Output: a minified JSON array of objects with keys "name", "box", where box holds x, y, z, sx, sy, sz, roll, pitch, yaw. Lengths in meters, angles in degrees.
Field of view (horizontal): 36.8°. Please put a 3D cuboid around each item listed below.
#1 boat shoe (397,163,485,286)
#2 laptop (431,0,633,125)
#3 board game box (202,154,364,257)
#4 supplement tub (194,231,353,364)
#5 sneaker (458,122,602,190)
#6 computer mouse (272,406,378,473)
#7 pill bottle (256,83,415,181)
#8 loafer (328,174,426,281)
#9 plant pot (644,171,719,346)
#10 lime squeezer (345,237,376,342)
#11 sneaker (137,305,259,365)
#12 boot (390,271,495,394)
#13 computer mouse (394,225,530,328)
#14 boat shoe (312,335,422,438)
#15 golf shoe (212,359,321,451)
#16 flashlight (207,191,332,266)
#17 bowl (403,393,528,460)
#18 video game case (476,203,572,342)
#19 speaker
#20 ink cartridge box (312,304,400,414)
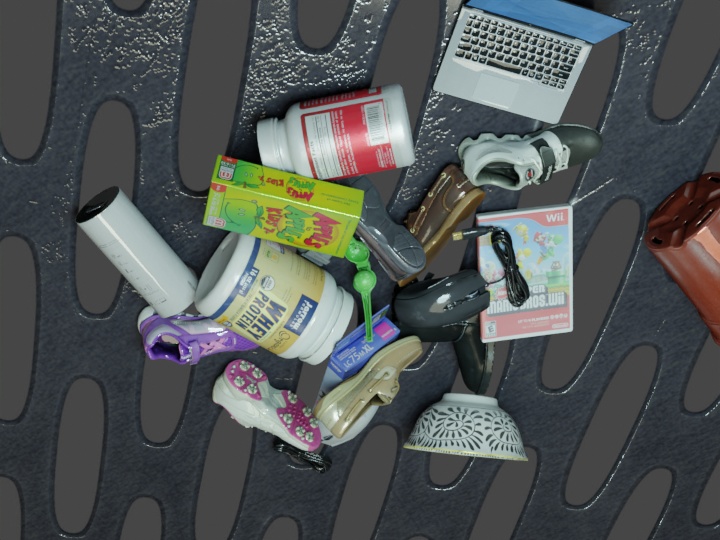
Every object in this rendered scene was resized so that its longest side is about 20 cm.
[{"name":"boat shoe","box":[0.100,-0.065,1.567,0.070,0.070,0.200,46,118,15]},{"name":"laptop","box":[0.215,-0.274,1.394,0.187,0.116,0.200,14,122,-10]},{"name":"board game box","box":[-0.105,-0.084,1.453,0.200,0.048,0.102,14,145,-7]},{"name":"supplement tub","box":[-0.125,0.040,1.580,0.200,0.145,0.144,30,118,-19]},{"name":"sneaker","box":[0.240,-0.147,1.494,0.199,0.089,0.074,-9,130,4]},{"name":"computer mouse","box":[-0.046,0.263,1.792,0.110,0.044,0.200,35,116,-21]},{"name":"pill bottle","box":[-0.033,-0.179,1.455,0.199,0.112,0.112,-10,124,6]},{"name":"loafer","box":[0.008,-0.066,1.533,0.200,0.072,0.063,50,136,-1]},{"name":"plant pot","box":[0.522,-0.023,1.535,0.195,0.201,0.201,42,114,-17]},{"name":"lime squeezer","box":[0.000,0.000,1.567,0.038,0.071,0.200,-14,99,4]},{"name":"sneaker","box":[-0.245,0.107,1.657,0.200,0.089,0.081,2,123,-4]},{"name":"boot","box":[0.126,0.100,1.669,0.162,0.073,0.199,2,117,-5]},{"name":"computer mouse","box":[0.138,0.014,1.564,0.200,0.046,0.141,-12,112,8]},{"name":"boat shoe","box":[0.024,0.172,1.591,0.200,0.065,0.071,-37,159,-21]},{"name":"golf shoe","box":[-0.153,0.228,1.750,0.200,0.075,0.092,42,127,-9]},{"name":"flashlight","box":[-0.120,-0.077,1.549,0.200,0.068,0.068,32,122,-19]},{"name":"bowl","box":[0.173,0.249,1.737,0.200,0.201,0.094,8,80,-7]},{"name":"video game case","box":[0.245,0.005,1.603,0.143,0.017,0.200,-7,110,-6]},{"name":"speaker","box":[-0.321,-0.026,1.570,0.081,0.081,0.200,-28,120,17]},{"name":"ink cartridge box","box":[-0.005,0.146,1.642,0.042,0.119,0.200,42,145,21]}]
